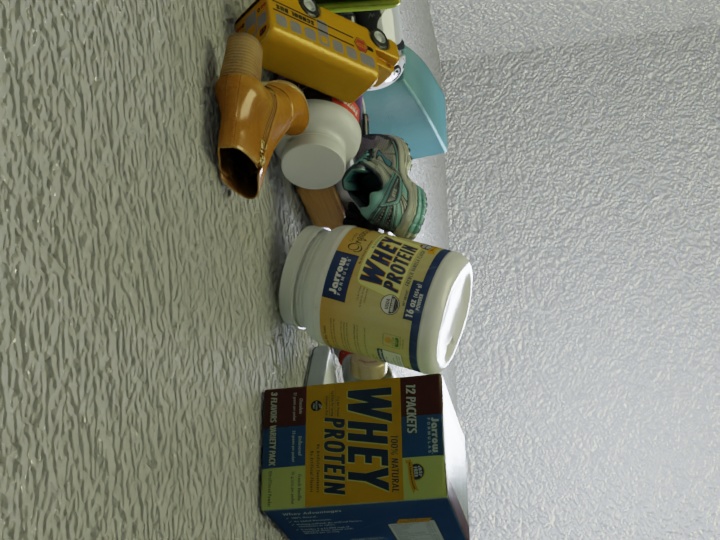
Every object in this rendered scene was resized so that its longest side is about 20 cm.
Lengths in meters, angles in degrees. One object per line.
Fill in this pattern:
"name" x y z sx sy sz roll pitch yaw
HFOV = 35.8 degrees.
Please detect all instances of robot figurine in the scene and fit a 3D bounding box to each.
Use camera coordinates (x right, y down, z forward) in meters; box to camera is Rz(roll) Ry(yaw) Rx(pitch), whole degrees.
"robot figurine" 0.009 -0.392 1.797 0.124 0.149 0.202 16 -61 57

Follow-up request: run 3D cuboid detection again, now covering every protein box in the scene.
"protein box" 0.011 0.222 1.232 0.200 0.196 0.136 67 19 -59

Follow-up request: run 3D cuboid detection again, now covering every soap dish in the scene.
"soap dish" -0.033 -0.128 1.530 0.200 0.080 0.159 67 20 -61

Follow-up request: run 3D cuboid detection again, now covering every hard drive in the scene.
"hard drive" -0.039 0.218 1.450 0.132 0.026 0.202 -81 162 -57

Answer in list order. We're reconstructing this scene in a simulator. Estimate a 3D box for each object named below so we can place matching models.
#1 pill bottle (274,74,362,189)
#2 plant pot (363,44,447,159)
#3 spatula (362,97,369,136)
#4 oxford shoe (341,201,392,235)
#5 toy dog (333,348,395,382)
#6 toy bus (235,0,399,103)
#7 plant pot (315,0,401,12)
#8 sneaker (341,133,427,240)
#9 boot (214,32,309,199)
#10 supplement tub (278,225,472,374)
"pill bottle" -0.052 -0.200 1.367 0.113 0.111 0.202 72 15 -50
"plant pot" 0.068 -0.322 2.093 0.200 0.140 0.143 57 28 -54
"spatula" -0.002 -0.222 1.478 0.057 0.020 0.203 0 84 -81
"oxford shoe" 0.000 0.000 1.471 0.084 0.072 0.202 10 106 -63
"toy dog" 0.021 0.131 1.509 0.201 0.095 0.133 -100 -164 -48
"toy bus" -0.044 -0.251 1.269 0.199 0.065 0.079 16 53 -39
"plant pot" -0.039 -0.430 1.370 0.182 0.196 0.202 80 8 -62
"sneaker" 0.017 -0.119 1.365 0.078 0.086 0.201 -60 -150 23
"boot" -0.108 -0.140 1.176 0.201 0.070 0.146 53 38 -66
"supplement tub" 0.018 0.029 1.304 0.144 0.198 0.146 14 90 -72
